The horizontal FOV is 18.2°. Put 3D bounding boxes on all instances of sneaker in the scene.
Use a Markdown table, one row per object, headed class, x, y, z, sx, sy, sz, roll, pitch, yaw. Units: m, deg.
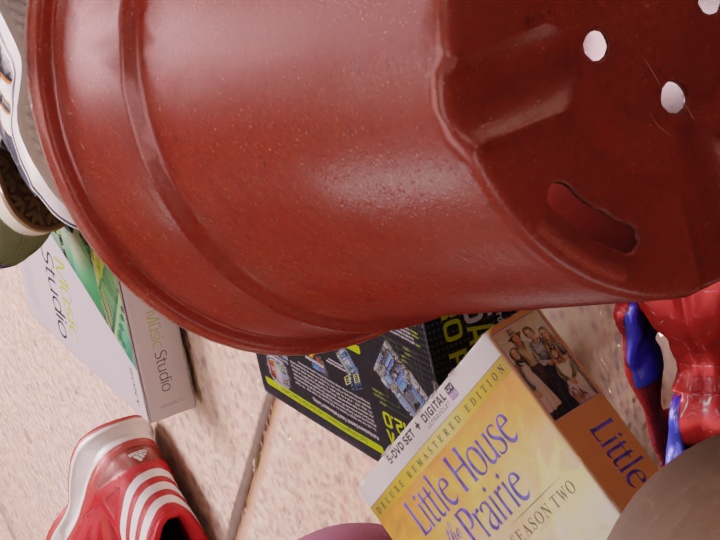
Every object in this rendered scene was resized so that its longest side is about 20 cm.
| class | x | y | z | sx | sy | sz | roll | pitch | yaw |
| --- | --- | --- | --- | --- | --- | --- | --- | --- | --- |
| sneaker | -0.166 | -0.092 | 1.239 | 0.080 | 0.078 | 0.201 | 111 | 145 | -52 |
| sneaker | -0.227 | -0.091 | 1.327 | 0.090 | 0.067 | 0.201 | -42 | 57 | 45 |
| sneaker | -0.146 | 0.195 | 1.447 | 0.116 | 0.078 | 0.200 | 56 | 156 | 32 |

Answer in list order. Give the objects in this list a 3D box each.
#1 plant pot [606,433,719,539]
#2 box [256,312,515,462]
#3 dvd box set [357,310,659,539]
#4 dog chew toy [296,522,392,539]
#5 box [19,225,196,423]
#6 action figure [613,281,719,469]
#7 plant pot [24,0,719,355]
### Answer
| class | x | y | z | sx | sy | sz | roll | pitch | yaw |
| --- | --- | --- | --- | --- | --- | --- | --- | --- | --- |
| plant pot | 0.137 | 0.121 | 0.610 | 0.175 | 0.199 | 0.201 | -122 | 18 | -69 |
| box | 0.000 | 0.000 | 0.977 | 0.200 | 0.044 | 0.161 | 25 | 132 | 60 |
| dvd box set | 0.087 | 0.127 | 0.839 | 0.200 | 0.029 | 0.146 | 54 | 147 | 12 |
| dog chew toy | 0.028 | 0.206 | 1.001 | 0.200 | 0.124 | 0.125 | 44 | 148 | 32 |
| box | -0.166 | -0.008 | 1.367 | 0.200 | 0.036 | 0.145 | 31 | 136 | 55 |
| action figure | 0.117 | 0.055 | 0.731 | 0.065 | 0.052 | 0.201 | 2 | 103 | 38 |
| plant pot | 0.031 | -0.068 | 0.674 | 0.195 | 0.200 | 0.202 | 4 | 114 | 57 |
